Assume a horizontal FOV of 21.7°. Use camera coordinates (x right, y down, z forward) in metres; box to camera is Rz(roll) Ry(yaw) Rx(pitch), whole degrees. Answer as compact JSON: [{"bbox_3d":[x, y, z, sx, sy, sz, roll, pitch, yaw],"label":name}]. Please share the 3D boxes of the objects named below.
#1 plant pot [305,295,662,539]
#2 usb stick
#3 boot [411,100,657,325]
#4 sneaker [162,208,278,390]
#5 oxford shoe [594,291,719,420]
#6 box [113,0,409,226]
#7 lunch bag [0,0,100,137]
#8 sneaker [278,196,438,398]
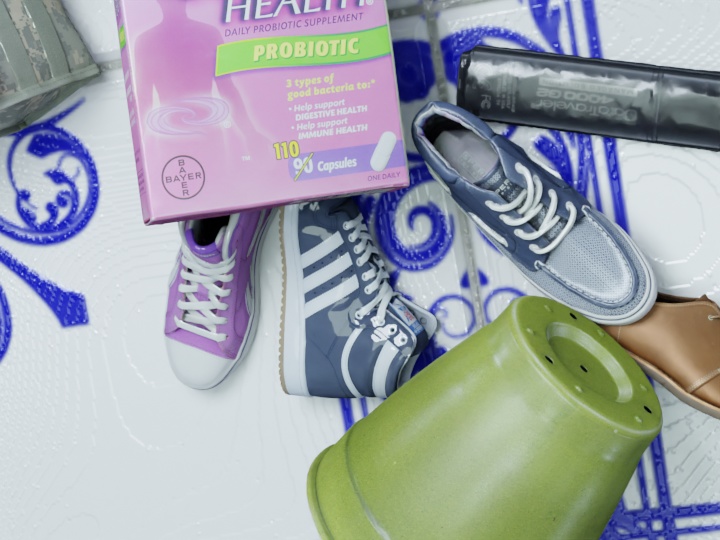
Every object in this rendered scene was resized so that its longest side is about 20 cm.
[{"bbox_3d":[0.097,0.127,1.273,0.200,0.200,0.193,40,114,5],"label":"plant pot"},{"bbox_3d":[0.166,-0.121,1.314,0.198,0.033,0.056,8,108,13],"label":"usb stick"},{"bbox_3d":[0.115,-0.037,1.288,0.200,0.090,0.073,39,93,18],"label":"boot"},{"bbox_3d":[-0.114,-0.001,1.366,0.072,0.114,0.202,15,104,10],"label":"sneaker"},{"bbox_3d":[0.245,0.060,1.305,0.199,0.071,0.072,27,101,10],"label":"oxford shoe"},{"bbox_3d":[-0.071,-0.141,1.261,0.174,0.097,0.202,-8,90,-9],"label":"box"},{"bbox_3d":[-0.310,-0.170,1.333,0.117,0.200,0.165,-29,91,37],"label":"lunch bag"},{"bbox_3d":[0.000,0.000,1.356,0.108,0.070,0.202,8,108,18],"label":"sneaker"}]
